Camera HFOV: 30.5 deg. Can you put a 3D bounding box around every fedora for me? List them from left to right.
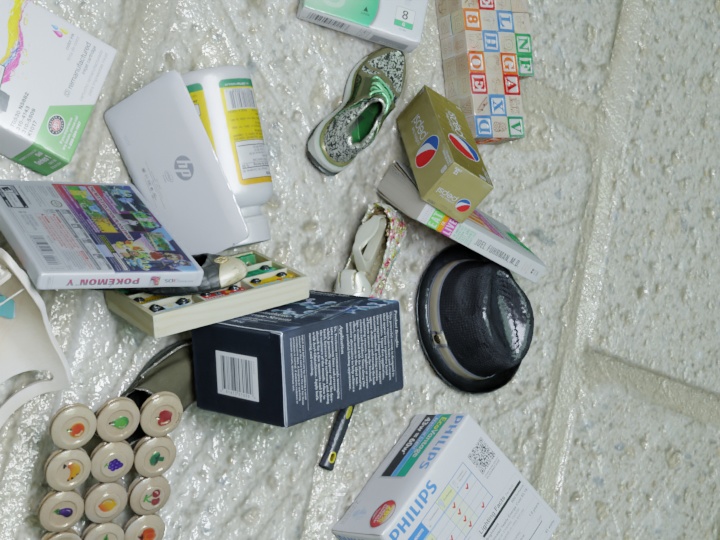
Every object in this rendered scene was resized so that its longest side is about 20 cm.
[{"bbox_3d":[0.167,0.059,1.722,0.199,0.091,0.203,4,82,-33],"label":"fedora"}]

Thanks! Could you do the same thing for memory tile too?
[{"bbox_3d":[-0.268,0.227,1.413,0.152,0.017,0.202,-3,115,-34],"label":"memory tile"}]

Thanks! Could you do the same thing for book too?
[{"bbox_3d":[0.130,-0.057,1.689,0.199,0.134,0.048,26,103,-29],"label":"book"}]

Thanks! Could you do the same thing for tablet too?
[{"bbox_3d":[-0.207,-0.108,1.472,0.014,0.130,0.201,-27,93,-53],"label":"tablet"}]

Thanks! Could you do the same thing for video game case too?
[{"bbox_3d":[-0.286,-0.040,1.392,0.181,0.200,0.023,-1,121,-35],"label":"video game case"}]

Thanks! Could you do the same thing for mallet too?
[{"bbox_3d":[-0.016,0.145,1.631,0.066,0.041,0.201,35,71,-26],"label":"mallet"}]

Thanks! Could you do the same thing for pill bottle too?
[{"bbox_3d":[-0.162,-0.125,1.521,0.112,0.112,0.202,-13,91,-33],"label":"pill bottle"}]

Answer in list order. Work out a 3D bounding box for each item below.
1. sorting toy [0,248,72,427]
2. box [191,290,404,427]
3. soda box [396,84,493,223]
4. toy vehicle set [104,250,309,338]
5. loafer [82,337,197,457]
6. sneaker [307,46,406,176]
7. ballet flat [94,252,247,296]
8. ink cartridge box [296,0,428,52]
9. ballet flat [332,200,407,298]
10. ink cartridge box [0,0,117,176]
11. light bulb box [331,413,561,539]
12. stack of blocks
[{"bbox_3d":[-0.393,0.088,1.354,0.199,0.107,0.181,-34,120,-2],"label":"sorting toy"},{"bbox_3d":[-0.068,0.095,1.500,0.199,0.148,0.108,-12,103,-47],"label":"box"},{"bbox_3d":[0.103,-0.149,1.654,0.067,0.064,0.201,29,26,-27],"label":"soda box"},{"bbox_3d":[-0.172,0.024,1.489,0.199,0.124,0.027,-15,113,-33],"label":"toy vehicle set"},{"bbox_3d":[-0.227,0.149,1.471,0.200,0.069,0.075,-44,108,-28],"label":"loafer"},{"bbox_3d":[0.016,-0.205,1.659,0.077,0.088,0.201,42,62,-23],"label":"sneaker"},{"bbox_3d":[-0.223,-0.006,1.447,0.198,0.067,0.057,2,109,3],"label":"ballet flat"},{"bbox_3d":[0.015,-0.396,1.685,0.160,0.050,0.202,14,79,-15],"label":"ink cartridge box"},{"bbox_3d":[0.000,0.000,1.631,0.064,0.075,0.201,56,46,-50],"label":"ballet flat"},{"bbox_3d":[-0.383,-0.214,1.405,0.199,0.084,0.146,28,70,-27],"label":"ink cartridge box"},{"bbox_3d":[0.108,0.315,1.636,0.200,0.124,0.199,49,63,-18],"label":"light bulb box"},{"bbox_3d":[0.173,-0.274,1.786,0.114,0.058,0.202,-3,86,-33],"label":"stack of blocks"}]
